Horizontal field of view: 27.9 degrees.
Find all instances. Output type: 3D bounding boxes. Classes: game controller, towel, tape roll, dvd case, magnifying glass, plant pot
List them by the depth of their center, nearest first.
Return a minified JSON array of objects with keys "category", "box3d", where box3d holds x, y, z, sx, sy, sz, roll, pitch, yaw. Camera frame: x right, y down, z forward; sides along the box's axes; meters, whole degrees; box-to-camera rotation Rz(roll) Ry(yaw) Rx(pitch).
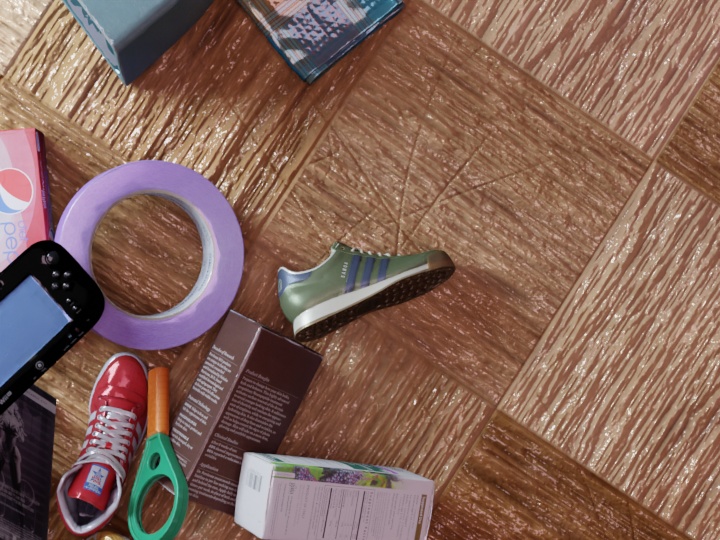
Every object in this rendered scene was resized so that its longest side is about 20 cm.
[{"category":"game controller","box3d":[-0.353,0.064,1.456,0.104,0.042,0.200,46,71,-5]},{"category":"dvd case","box3d":[-0.372,0.190,1.493,0.016,0.149,0.201,-21,52,22]},{"category":"plant pot","box3d":[-0.229,-0.345,1.522,0.199,0.196,0.196,-36,91,-7]},{"category":"magnifying glass","box3d":[-0.214,0.196,1.533,0.079,0.022,0.202,-28,53,33]},{"category":"tape roll","box3d":[-0.228,-0.017,1.559,0.198,0.066,0.202,0,90,-17]},{"category":"towel","box3d":[-0.067,-0.327,1.614,0.146,0.022,0.200,-40,92,-3]}]

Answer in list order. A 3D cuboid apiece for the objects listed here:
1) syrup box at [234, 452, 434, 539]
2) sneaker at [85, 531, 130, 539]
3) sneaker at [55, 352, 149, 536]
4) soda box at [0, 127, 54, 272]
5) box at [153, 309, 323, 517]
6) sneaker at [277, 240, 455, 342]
[{"category":"syrup box","box3d":[-0.027,0.247,1.549,0.198,0.079,0.082,9,90,-28]},{"category":"sneaker","box3d":[-0.308,0.360,1.570,0.199,0.088,0.076,-33,56,18]},{"category":"sneaker","box3d":[-0.273,0.189,1.553,0.071,0.112,0.202,13,88,-3]},{"category":"soda box","box3d":[-0.371,-0.050,1.573,0.069,0.063,0.202,-6,90,-4]},{"category":"box","box3d":[-0.135,0.155,1.562,0.100,0.075,0.201,29,88,-41]},{"category":"sneaker","box3d":[0.000,0.000,1.592,0.199,0.067,0.090,-23,67,-16]}]
